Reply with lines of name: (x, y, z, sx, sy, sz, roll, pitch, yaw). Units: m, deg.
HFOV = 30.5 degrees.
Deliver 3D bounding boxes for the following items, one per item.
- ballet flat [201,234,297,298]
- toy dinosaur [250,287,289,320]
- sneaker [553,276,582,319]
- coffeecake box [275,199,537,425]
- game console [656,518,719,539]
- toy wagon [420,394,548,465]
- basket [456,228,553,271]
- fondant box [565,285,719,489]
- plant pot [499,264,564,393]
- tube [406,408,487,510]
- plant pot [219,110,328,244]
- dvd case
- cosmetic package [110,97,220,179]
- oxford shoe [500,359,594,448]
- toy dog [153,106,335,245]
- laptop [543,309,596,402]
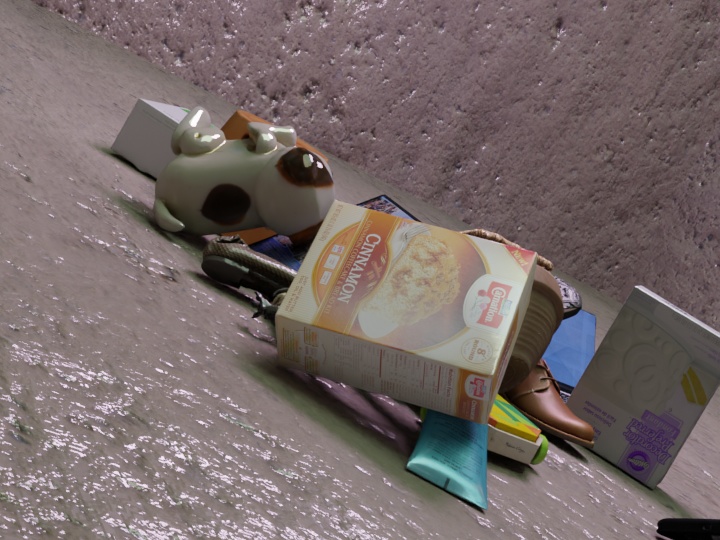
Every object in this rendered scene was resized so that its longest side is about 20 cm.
ballet flat: (-0.073, 0.015, 1.392, 0.199, 0.047, 0.067, 24, -33, -13)
toy dinosaur: (-0.050, 0.048, 1.272, 0.088, 0.048, 0.199, -6, 18, -38)
sneaker: (0.170, 0.060, 1.597, 0.074, 0.198, 0.080, -92, 165, -52)
coffeecake box: (0.043, 0.034, 1.194, 0.198, 0.073, 0.154, 15, 49, 12)
game console: (0.413, 0.330, 1.324, 0.199, 0.117, 0.175, 26, -21, -28)
toy wagon: (0.101, 0.134, 1.361, 0.154, 0.040, 0.200, 24, 10, -35)
basket: (0.174, 0.000, 2.047, 0.199, 0.150, 0.143, 20, 12, -43)
fondant box: (0.349, 0.141, 1.607, 0.144, 0.201, 0.058, 32, 10, 17)
plant pot: (0.132, 0.078, 1.472, 0.200, 0.200, 0.093, 23, 47, -36)
tube: (0.087, 0.137, 1.185, 0.077, 0.051, 0.200, 24, 26, -2)
plant pot: (-0.133, -0.116, 1.722, 0.199, 0.141, 0.200, 28, 8, -4)
dvd case: (-0.030, -0.027, 1.502, 0.198, 0.018, 0.143, -21, 27, -15)
cosmetic package: (-0.253, -0.172, 1.847, 0.107, 0.085, 0.200, 33, 7, 7)
oxford shoe: (0.210, 0.143, 1.586, 0.200, 0.072, 0.071, 38, 10, 38)
toy dog: (-0.123, -0.101, 1.507, 0.198, 0.141, 0.194, 7, 21, 20)
laptop: (0.308, 0.132, 1.824, 0.186, 0.117, 0.200, 21, 11, -41)
